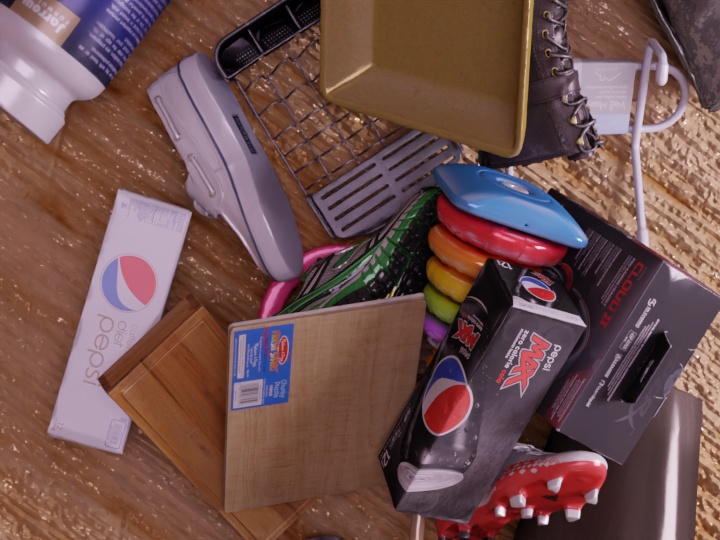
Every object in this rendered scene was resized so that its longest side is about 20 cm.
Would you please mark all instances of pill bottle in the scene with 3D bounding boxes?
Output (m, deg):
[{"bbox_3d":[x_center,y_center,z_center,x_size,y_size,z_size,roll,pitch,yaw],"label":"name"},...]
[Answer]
[{"bbox_3d":[-0.225,-0.208,1.255,0.115,0.116,0.201,36,85,-5],"label":"pill bottle"}]

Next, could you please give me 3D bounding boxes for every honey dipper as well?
[{"bbox_3d":[0.054,0.140,1.284,0.037,0.038,0.203,5,87,-6],"label":"honey dipper"}]

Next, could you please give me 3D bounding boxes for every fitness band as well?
[{"bbox_3d":[0.005,0.070,1.314,0.200,0.037,0.144,41,84,-5],"label":"fitness band"}]

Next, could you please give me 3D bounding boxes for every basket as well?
[{"bbox_3d":[0.203,0.192,1.282,0.135,0.179,0.203,23,77,-39],"label":"basket"}]

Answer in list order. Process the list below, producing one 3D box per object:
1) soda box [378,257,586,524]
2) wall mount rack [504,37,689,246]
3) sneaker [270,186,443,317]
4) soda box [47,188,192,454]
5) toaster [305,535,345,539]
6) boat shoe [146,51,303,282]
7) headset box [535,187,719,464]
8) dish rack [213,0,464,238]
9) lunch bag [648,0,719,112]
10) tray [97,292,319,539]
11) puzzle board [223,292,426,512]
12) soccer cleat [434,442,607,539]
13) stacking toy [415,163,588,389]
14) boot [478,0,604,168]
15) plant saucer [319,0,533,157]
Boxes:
[{"bbox_3d":[0.087,0.093,1.192,0.070,0.064,0.201,14,119,-24],"label":"soda box"},{"bbox_3d":[0.182,-0.105,1.325,0.197,0.075,0.176,-1,119,-6],"label":"wall mount rack"},{"bbox_3d":[0.000,0.000,1.263,0.085,0.078,0.200,27,61,37],"label":"sneaker"},{"bbox_3d":[-0.192,0.041,1.276,0.063,0.068,0.202,17,86,-6],"label":"soda box"},{"bbox_3d":[-0.053,0.286,1.256,0.198,0.129,0.115,-22,92,-7],"label":"toaster"},{"bbox_3d":[-0.110,-0.075,1.291,0.065,0.073,0.202,-28,78,17],"label":"boat shoe"},{"bbox_3d":[0.179,0.042,1.229,0.075,0.200,0.150,27,99,-29],"label":"headset box"},{"bbox_3d":[-0.011,-0.134,1.309,0.152,0.055,0.201,-33,93,-5],"label":"dish rack"},{"bbox_3d":[0.316,-0.247,1.308,0.166,0.139,0.202,-27,89,9],"label":"lunch bag"},{"bbox_3d":[-0.106,0.124,1.259,0.099,0.037,0.200,-42,120,-6],"label":"tray"},{"bbox_3d":[-0.031,0.102,1.214,0.149,0.017,0.202,-8,132,-15],"label":"puzzle board"},{"bbox_3d":[0.121,0.161,1.247,0.068,0.200,0.086,17,60,-23],"label":"soccer cleat"},{"bbox_3d":[0.085,0.027,1.232,0.115,0.110,0.202,16,104,-14],"label":"stacking toy"},{"bbox_3d":[0.149,-0.171,1.210,0.069,0.199,0.176,-25,97,-47],"label":"boot"},{"bbox_3d":[0.058,-0.207,1.197,0.048,0.199,0.202,-26,126,-44],"label":"plant saucer"}]
